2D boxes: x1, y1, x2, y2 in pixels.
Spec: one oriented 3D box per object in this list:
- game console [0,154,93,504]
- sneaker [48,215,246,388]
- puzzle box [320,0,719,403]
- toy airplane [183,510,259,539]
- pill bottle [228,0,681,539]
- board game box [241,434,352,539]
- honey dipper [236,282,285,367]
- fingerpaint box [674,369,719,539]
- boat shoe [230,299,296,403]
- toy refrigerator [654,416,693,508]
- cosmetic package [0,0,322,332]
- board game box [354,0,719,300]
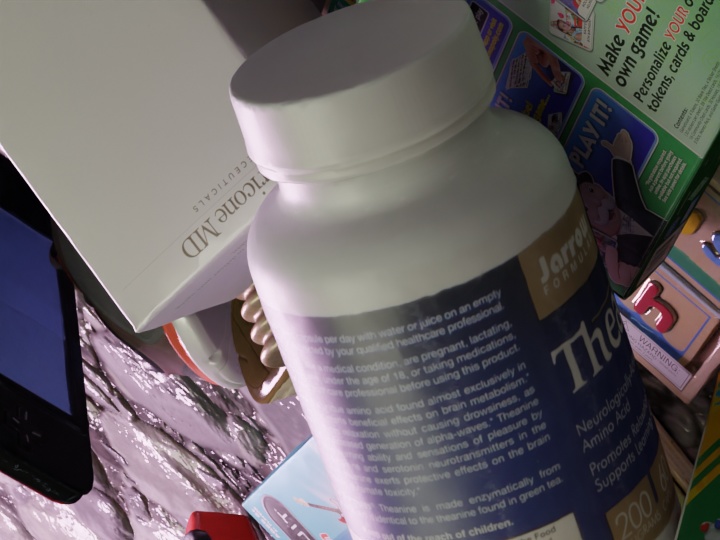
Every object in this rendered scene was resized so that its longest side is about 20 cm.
[{"bbox_3d":[-0.155,-0.026,1.225,0.119,0.200,0.172,-35,132,24],"label":"game console"},{"bbox_3d":[-0.117,-0.020,1.219,0.082,0.077,0.200,-7,126,35],"label":"sneaker"},{"bbox_3d":[0.070,-0.048,0.983,0.200,0.025,0.133,41,153,10],"label":"puzzle box"},{"bbox_3d":[-0.064,0.246,1.412,0.200,0.199,0.141,41,144,6],"label":"toy airplane"},{"bbox_3d":[0.028,0.016,0.900,0.111,0.111,0.201,10,127,50],"label":"pill bottle"},{"bbox_3d":[0.036,0.122,1.256,0.151,0.047,0.200,45,154,2],"label":"board game box"},{"bbox_3d":[-0.059,-0.058,1.080,0.201,0.038,0.038,66,159,17],"label":"honey dipper"},{"bbox_3d":[0.150,0.139,0.962,0.073,0.167,0.200,10,143,15],"label":"fingerpaint box"},{"bbox_3d":[0.000,0.000,1.114,0.200,0.065,0.073,-38,67,65],"label":"boat shoe"},{"bbox_3d":[0.116,0.127,1.113,0.200,0.076,0.070,52,153,-11],"label":"toy refrigerator"},{"bbox_3d":[-0.087,-0.091,1.004,0.108,0.085,0.200,-42,79,25],"label":"cosmetic package"},{"bbox_3d":[0.071,-0.094,0.875,0.134,0.029,0.200,40,144,12],"label":"board game box"}]
